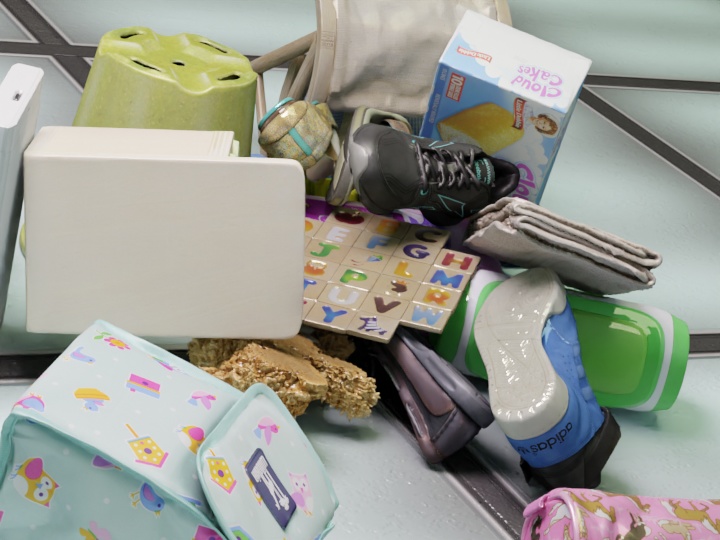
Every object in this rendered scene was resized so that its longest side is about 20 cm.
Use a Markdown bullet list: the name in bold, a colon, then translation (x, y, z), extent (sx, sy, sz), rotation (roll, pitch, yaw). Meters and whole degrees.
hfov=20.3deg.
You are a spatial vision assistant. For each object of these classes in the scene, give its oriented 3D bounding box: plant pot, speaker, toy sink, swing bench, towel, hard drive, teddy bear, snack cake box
- **plant pot**: translation (-0.165, -0.091, 1.641), extent (0.198, 0.186, 0.201), rotation (12, 23, -5)
- **speaker**: translation (0.158, 0.056, 1.616), extent (0.198, 0.089, 0.089), rotation (12, 23, -5)
- **toy sink**: translation (-0.138, -0.030, 1.459), extent (0.198, 0.132, 0.112), rotation (1, 15, -1)
- **swing bench**: translation (0.017, -0.175, 1.888), extent (0.197, 0.200, 0.131), rotation (2, 67, -25)
- **towel**: translation (0.154, -0.014, 1.585), extent (0.131, 0.035, 0.200), rotation (22, -5, -3)
- **hard drive**: translation (-0.260, -0.031, 1.420), extent (0.026, 0.202, 0.132), rotation (12, 22, -4)
- **teddy bear**: translation (-0.061, 0.075, 1.493), extent (0.144, 0.067, 0.200), rotation (18, 14, -17)
- **snack cake box**: translation (0.113, -0.116, 1.713), extent (0.114, 0.201, 0.067), rotation (24, 56, 7)

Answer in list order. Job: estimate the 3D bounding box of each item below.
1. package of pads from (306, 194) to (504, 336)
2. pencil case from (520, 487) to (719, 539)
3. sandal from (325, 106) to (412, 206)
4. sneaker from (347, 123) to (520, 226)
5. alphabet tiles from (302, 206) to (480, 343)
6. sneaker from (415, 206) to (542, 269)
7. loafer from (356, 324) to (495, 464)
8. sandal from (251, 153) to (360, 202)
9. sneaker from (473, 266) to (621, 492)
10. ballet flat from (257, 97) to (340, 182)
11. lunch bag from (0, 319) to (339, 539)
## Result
- **package of pads**: translation (0.020, -0.004, 1.692), extent (0.198, 0.076, 0.121), rotation (9, 23, -13)
- **pencil case**: translation (0.206, 0.191, 1.346), extent (0.198, 0.083, 0.087), rotation (4, 25, -22)
- **sandal**: translation (0.021, -0.097, 1.703), extent (0.057, 0.080, 0.201), rotation (22, 16, 13)
- **sneaker**: translation (0.058, -0.083, 1.623), extent (0.079, 0.076, 0.199), rotation (-12, -9, 29)
- **alphabet tiles**: translation (0.000, 0.000, 1.567), extent (0.165, 0.006, 0.200), rotation (13, 27, 11)
- **sneaker**: translation (0.075, -0.044, 1.823), extent (0.199, 0.071, 0.108), rotation (21, 17, 32)
- **loafer**: translation (0.030, 0.077, 1.533), extent (0.072, 0.063, 0.200), rotation (41, 1, -36)
- **sandal**: translation (-0.054, -0.061, 1.784), extent (0.198, 0.080, 0.087), rotation (18, 19, 4)
- **sneaker**: translation (0.142, 0.089, 1.509), extent (0.076, 0.112, 0.201), rotation (-25, 28, 14)
- **ballet flat**: translation (-0.045, -0.105, 1.699), extent (0.070, 0.071, 0.200), rotation (16, 3, 4)
- **lunch bag**: translation (-0.116, 0.135, 1.235), extent (0.199, 0.123, 0.170), rotation (25, 21, 4)
